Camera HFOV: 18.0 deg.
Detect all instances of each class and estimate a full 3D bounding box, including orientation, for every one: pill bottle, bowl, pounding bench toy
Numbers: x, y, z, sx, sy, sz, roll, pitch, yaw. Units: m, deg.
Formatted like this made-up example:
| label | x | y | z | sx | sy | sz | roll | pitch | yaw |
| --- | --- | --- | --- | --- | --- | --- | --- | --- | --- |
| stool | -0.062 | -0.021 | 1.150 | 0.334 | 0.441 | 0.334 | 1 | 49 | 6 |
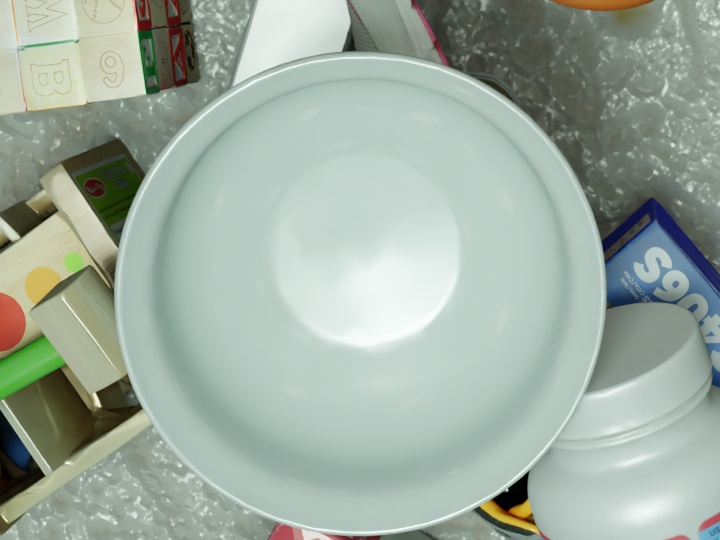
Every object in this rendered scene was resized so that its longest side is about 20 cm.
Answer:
| label | x | y | z | sx | sy | sz | roll | pitch | yaw |
| --- | --- | --- | --- | --- | --- | --- | --- | --- | --- |
| pill bottle | 0.137 | 0.121 | 0.999 | 0.108 | 0.109 | 0.201 | -17 | 110 | 9 |
| bowl | 0.000 | 0.000 | 0.943 | 0.199 | 0.090 | 0.203 | 0 | 107 | 0 |
| pounding bench toy | -0.159 | 0.042 | 1.053 | 0.155 | 0.200 | 0.125 | -34 | 93 | 10 |

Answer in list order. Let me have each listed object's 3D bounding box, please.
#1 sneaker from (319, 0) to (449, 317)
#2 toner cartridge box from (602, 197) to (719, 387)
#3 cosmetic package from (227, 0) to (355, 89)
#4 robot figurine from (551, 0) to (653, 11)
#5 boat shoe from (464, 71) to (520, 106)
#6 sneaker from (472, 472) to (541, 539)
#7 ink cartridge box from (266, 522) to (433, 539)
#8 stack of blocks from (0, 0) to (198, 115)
| label | x | y | z | sx | sy | sz | roll | pitch | yaw |
| --- | --- | --- | --- | --- | --- | --- | --- | --- | --- |
| sneaker | 0.005 | -0.035 | 1.015 | 0.087 | 0.081 | 0.202 | -7 | 100 | -1 |
| toner cartridge box | 0.187 | 0.059 | 1.067 | 0.043 | 0.095 | 0.200 | -40 | 91 | 11 |
| cosmetic package | -0.022 | -0.124 | 1.072 | 0.050 | 0.083 | 0.202 | 18 | 99 | 3 |
| robot figurine | 0.108 | -0.173 | 0.989 | 0.142 | 0.200 | 0.118 | 9 | 100 | 6 |
| boat shoe | 0.014 | -0.006 | 1.094 | 0.072 | 0.062 | 0.201 | 26 | 100 | 2 |
| sneaker | 0.103 | 0.119 | 1.095 | 0.199 | 0.077 | 0.078 | 37 | 99 | -1 |
| ink cartridge box | 0.020 | 0.216 | 1.115 | 0.199 | 0.083 | 0.146 | 31 | 101 | 2 |
| stack of blocks | -0.187 | -0.104 | 1.078 | 0.198 | 0.115 | 0.059 | -6 | 98 | 9 |
